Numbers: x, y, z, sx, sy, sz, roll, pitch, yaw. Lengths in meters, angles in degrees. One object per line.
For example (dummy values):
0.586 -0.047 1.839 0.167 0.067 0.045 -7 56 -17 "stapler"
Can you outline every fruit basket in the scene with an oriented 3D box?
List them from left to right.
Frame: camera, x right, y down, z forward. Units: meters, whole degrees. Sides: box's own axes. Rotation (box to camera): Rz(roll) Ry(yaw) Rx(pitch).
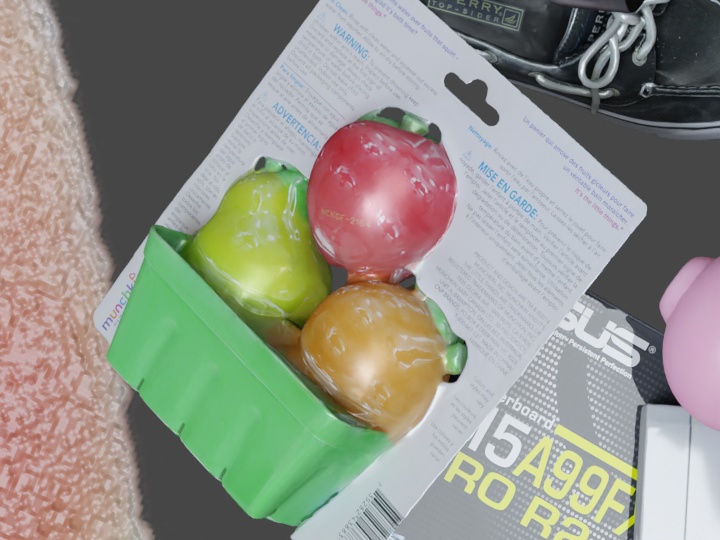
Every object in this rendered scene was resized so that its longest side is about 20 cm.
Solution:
0.000 0.000 1.234 0.200 0.094 0.185 -50 59 6 "fruit basket"

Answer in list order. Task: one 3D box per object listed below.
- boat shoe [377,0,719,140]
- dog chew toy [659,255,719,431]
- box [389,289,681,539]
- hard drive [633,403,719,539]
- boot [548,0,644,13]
0.101 -0.105 1.277 0.198 0.068 0.074 17 87 1 "boat shoe"
0.203 0.063 1.176 0.200 0.125 0.125 38 87 13 "dog chew toy"
0.108 0.108 1.276 0.199 0.044 0.161 31 88 1 "box"
0.211 0.128 1.236 0.199 0.027 0.133 4 81 0 "hard drive"
0.052 -0.190 1.282 0.199 0.069 0.189 15 56 21 "boot"
